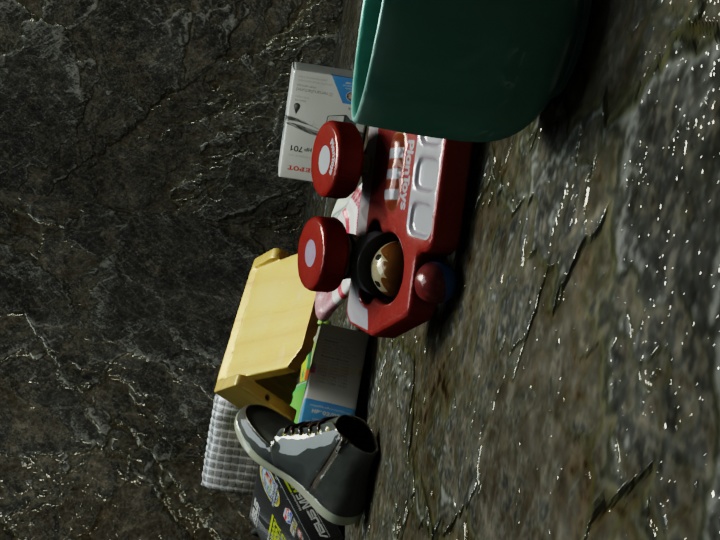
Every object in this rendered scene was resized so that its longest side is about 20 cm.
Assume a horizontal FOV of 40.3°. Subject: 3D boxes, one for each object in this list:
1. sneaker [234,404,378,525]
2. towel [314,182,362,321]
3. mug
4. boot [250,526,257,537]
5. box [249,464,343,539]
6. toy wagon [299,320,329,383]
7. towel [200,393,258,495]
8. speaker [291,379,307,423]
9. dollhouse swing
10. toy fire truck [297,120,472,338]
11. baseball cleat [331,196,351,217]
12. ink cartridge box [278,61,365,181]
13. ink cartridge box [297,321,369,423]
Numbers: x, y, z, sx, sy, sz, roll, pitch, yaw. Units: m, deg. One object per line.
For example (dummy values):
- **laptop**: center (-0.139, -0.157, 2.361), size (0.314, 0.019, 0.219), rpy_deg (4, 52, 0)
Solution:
- **sneaker**: center (-0.058, 0.186, 1.115), size (0.075, 0.200, 0.107), rpy_deg (-14, -51, -50)
- **towel**: center (0.003, -0.050, 1.128), size (0.200, 0.023, 0.144), rpy_deg (-50, 27, 40)
- **mug**: center (0.065, -0.156, 0.542), size (0.185, 0.114, 0.153), rpy_deg (115, 163, -68)
- **boot**: center (-0.241, 0.608, 2.574), size (0.211, 0.079, 0.158), rpy_deg (88, -167, -59)
- **box**: center (-0.093, 0.351, 1.343), size (0.160, 0.044, 0.200), rpy_deg (56, 150, 30)
- **toy wagon**: center (-0.089, 0.174, 1.920), size (0.200, 0.039, 0.156), rpy_deg (116, 161, -71)
- **towel**: center (-0.148, 0.282, 1.593), size (0.086, 0.199, 0.166), rpy_deg (-156, 75, -79)
- **speaker**: center (-0.071, 0.234, 1.452), size (0.200, 0.088, 0.089), rpy_deg (-101, 20, -73)
- **dollhouse swing**: center (-0.075, 0.087, 1.303), size (0.182, 0.175, 0.201), rpy_deg (42, -127, -43)
- **toy fire truck**: center (0.032, -0.041, 0.818), size (0.168, 0.112, 0.201), rpy_deg (-158, 75, -65)
- **baseball cleat**: center (-0.034, -0.026, 1.531), size (0.107, 0.069, 0.200), rpy_deg (-88, 8, -50)
- **ink cartridge box**: center (-0.066, -0.265, 1.785), size (0.086, 0.146, 0.201), rpy_deg (-102, 21, -68)
- **ink cartridge box**: center (-0.037, 0.152, 1.273), size (0.115, 0.068, 0.200), rpy_deg (106, 176, -50)
